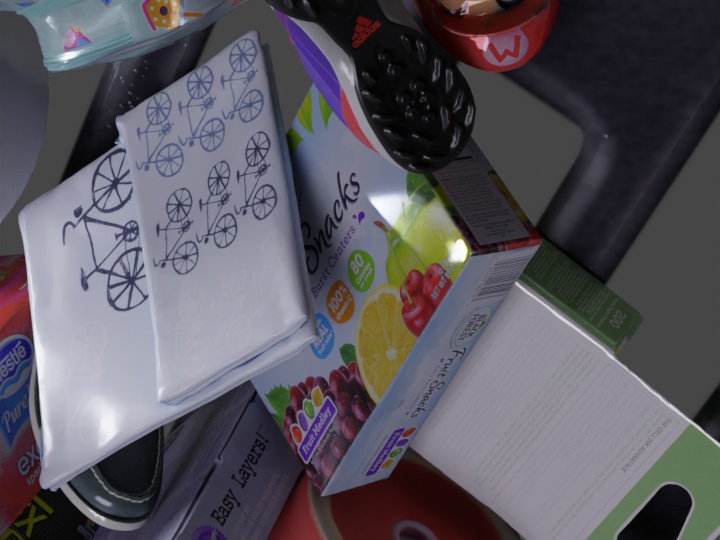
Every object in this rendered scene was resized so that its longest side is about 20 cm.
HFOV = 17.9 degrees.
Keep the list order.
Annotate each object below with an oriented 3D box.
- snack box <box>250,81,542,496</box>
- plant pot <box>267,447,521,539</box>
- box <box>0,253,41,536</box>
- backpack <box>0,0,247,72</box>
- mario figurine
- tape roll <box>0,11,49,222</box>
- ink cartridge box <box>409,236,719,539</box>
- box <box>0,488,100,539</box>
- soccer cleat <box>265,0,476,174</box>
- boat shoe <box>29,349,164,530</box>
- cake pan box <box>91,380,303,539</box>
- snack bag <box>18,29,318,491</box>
[{"bbox_3d":[0.000,0.000,1.184,0.142,0.053,0.200,58,138,28],"label":"snack box"},{"bbox_3d":[-0.006,0.204,1.283,0.200,0.200,0.178,36,122,4],"label":"plant pot"},{"bbox_3d":[-0.228,0.079,1.310,0.099,0.200,0.096,-4,120,32],"label":"box"},{"bbox_3d":[-0.120,-0.182,1.089,0.199,0.176,0.154,-2,115,36],"label":"backpack"},{"bbox_3d":[0.048,-0.183,1.033,0.123,0.106,0.201,10,122,45],"label":"mario figurine"},{"bbox_3d":[-0.281,-0.099,1.202,0.202,0.139,0.203,-2,84,14],"label":"tape roll"},{"bbox_3d":[0.107,0.077,1.214,0.200,0.048,0.146,37,132,3],"label":"ink cartridge box"},{"bbox_3d":[-0.216,0.163,1.387,0.200,0.160,0.044,42,133,0],"label":"box"},{"bbox_3d":[-0.019,-0.129,1.035,0.073,0.068,0.200,27,156,54],"label":"soccer cleat"},{"bbox_3d":[-0.140,0.046,1.259,0.073,0.200,0.062,11,140,-29],"label":"boat shoe"},{"bbox_3d":[-0.102,0.145,1.280,0.052,0.200,0.184,38,131,-9],"label":"cake pan box"},{"bbox_3d":[-0.111,-0.005,1.201,0.200,0.189,0.021,-30,144,30],"label":"snack bag"}]
